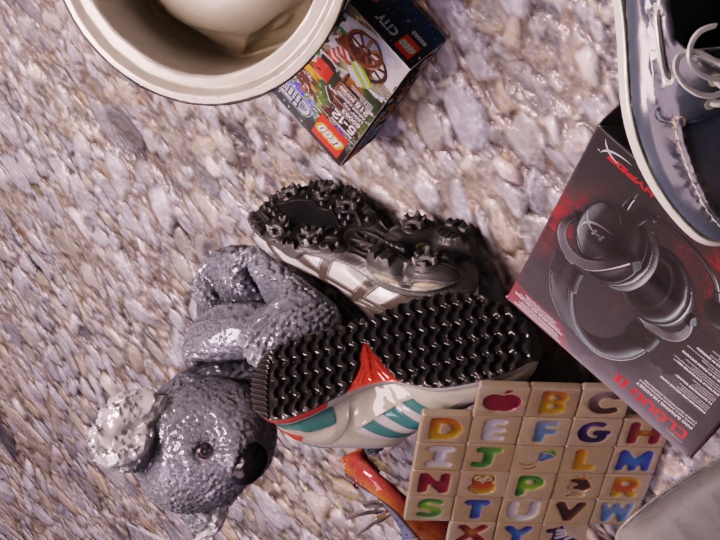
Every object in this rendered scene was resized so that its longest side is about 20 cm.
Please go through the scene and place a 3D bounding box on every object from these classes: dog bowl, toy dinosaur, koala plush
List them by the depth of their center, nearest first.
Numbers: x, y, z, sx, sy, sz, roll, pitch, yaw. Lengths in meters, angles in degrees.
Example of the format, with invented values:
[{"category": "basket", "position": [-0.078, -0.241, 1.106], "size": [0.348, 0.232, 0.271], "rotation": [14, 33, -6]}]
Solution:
[{"category": "dog bowl", "position": [-0.083, -0.203, 1.044], "size": [0.198, 0.074, 0.203], "rotation": [6, 107, 19]}, {"category": "koala plush", "position": [-0.094, 0.098, 1.305], "size": [0.183, 0.201, 0.177], "rotation": [34, 174, 45]}, {"category": "toy dinosaur", "position": [0.055, 0.190, 1.307], "size": [0.183, 0.198, 0.106], "rotation": [77, 172, -46]}]

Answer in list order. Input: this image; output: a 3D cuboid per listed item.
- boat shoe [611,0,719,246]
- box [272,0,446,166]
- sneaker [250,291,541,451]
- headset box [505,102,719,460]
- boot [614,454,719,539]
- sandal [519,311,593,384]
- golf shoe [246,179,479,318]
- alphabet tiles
[{"category": "boat shoe", "position": [0.169, -0.111, 0.864], "size": [0.062, 0.074, 0.203], "rotation": [0, 102, 62]}, {"category": "box", "position": [-0.046, -0.178, 1.136], "size": [0.200, 0.038, 0.137], "rotation": [48, 149, 4]}, {"category": "sneaker", "position": [0.031, 0.075, 1.183], "size": [0.198, 0.071, 0.094], "rotation": [-14, 148, 16]}, {"category": "headset box", "position": [0.178, 0.003, 1.002], "size": [0.149, 0.077, 0.201], "rotation": [42, 148, 13]}, {"category": "boot", "position": [0.261, 0.159, 1.013], "size": [0.182, 0.072, 0.201], "rotation": [42, 128, 13]}, {"category": "sandal", "position": [0.118, 0.090, 1.198], "size": [0.081, 0.055, 0.201], "rotation": [38, 148, 19]}, {"category": "golf shoe", "position": [0.000, 0.000, 1.235], "size": [0.199, 0.078, 0.095], "rotation": [22, 141, 41]}, {"category": "alphabet tiles", "position": [0.116, 0.134, 1.189], "size": [0.164, 0.006, 0.201], "rotation": [2, 141, -4]}]
